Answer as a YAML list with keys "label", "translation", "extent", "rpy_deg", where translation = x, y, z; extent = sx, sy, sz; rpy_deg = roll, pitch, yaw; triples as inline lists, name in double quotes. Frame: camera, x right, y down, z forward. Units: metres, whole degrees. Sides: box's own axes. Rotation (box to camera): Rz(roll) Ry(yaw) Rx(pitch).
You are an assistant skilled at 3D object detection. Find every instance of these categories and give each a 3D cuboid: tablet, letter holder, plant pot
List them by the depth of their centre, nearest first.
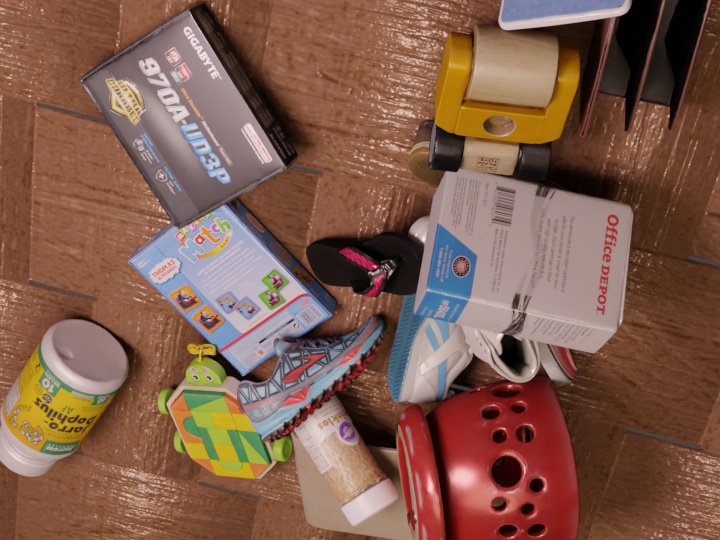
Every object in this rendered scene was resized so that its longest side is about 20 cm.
- label: "tablet"
  translation: [0.200, -0.314, 1.295]
  extent: [0.130, 0.200, 0.014]
  rpy_deg: [-2, 157, 33]
- label: "letter holder"
  translation: [0.280, -0.230, 1.361]
  extent: [0.100, 0.142, 0.200]
  rpy_deg: [12, 122, 4]
- label: "plant pot"
  translation: [0.140, 0.230, 1.616]
  extent: [0.182, 0.200, 0.201]
  rpy_deg: [-8, 121, -3]

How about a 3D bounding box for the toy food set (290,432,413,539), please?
- label: "toy food set"
  translation: [0.012, 0.260, 1.776]
  extent: [0.200, 0.060, 0.144]
  rpy_deg: [5, 122, 19]

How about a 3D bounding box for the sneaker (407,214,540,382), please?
- label: "sneaker"
  translation: [0.130, 0.032, 1.515]
  extent: [0.074, 0.116, 0.200]
  rpy_deg: [-37, 114, -6]

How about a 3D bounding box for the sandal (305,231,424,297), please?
- label: "sandal"
  translation: [0.000, 0.000, 1.561]
  extent: [0.200, 0.045, 0.075]
  rpy_deg: [-1, 116, 50]

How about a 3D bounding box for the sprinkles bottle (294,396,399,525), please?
- label: "sprinkles bottle"
  translation: [-0.034, 0.205, 1.690]
  extent: [0.068, 0.068, 0.200]
  rpy_deg: [-38, 80, 28]

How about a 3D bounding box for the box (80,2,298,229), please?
- label: "box"
  translation: [-0.186, -0.166, 1.535]
  extent: [0.159, 0.046, 0.200]
  rpy_deg: [-26, 102, 25]

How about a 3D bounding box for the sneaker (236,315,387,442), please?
- label: "sneaker"
  translation: [-0.058, 0.105, 1.638]
  extent: [0.096, 0.200, 0.079]
  rpy_deg: [49, 164, 9]

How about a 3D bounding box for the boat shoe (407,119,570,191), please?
- label: "boat shoe"
  translation: [0.147, -0.109, 1.507]
  extent: [0.200, 0.065, 0.073]
  rpy_deg: [21, 152, -20]

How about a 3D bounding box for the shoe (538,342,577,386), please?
- label: "shoe"
  translation: [0.227, 0.043, 1.582]
  extent: [0.091, 0.072, 0.200]
  rpy_deg: [-23, 124, 9]

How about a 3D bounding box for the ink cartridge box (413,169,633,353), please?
- label: "ink cartridge box"
  translation: [0.168, -0.010, 1.454]
  extent: [0.200, 0.146, 0.084]
  rpy_deg: [13, 157, -4]

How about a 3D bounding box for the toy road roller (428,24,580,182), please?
- label: "toy road roller"
  translation: [0.135, -0.190, 1.392]
  extent: [0.123, 0.146, 0.200]
  rpy_deg: [6, 148, -4]

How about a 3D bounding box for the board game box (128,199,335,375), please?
- label: "board game box"
  translation: [-0.151, 0.014, 1.662]
  extent: [0.151, 0.037, 0.200]
  rpy_deg: [-34, 110, 27]

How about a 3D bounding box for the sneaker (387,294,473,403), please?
- label: "sneaker"
  translation: [0.093, 0.064, 1.630]
  extent: [0.081, 0.077, 0.200]
  rpy_deg: [5, 120, -20]

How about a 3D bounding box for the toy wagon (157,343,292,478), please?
- label: "toy wagon"
  translation: [-0.176, 0.176, 1.741]
  extent: [0.155, 0.040, 0.200]
  rpy_deg: [1, 129, 24]

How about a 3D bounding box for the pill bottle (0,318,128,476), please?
- label: "pill bottle"
  translation: [-0.380, 0.164, 1.757]
  extent: [0.113, 0.113, 0.200]
  rpy_deg: [33, 122, -9]
